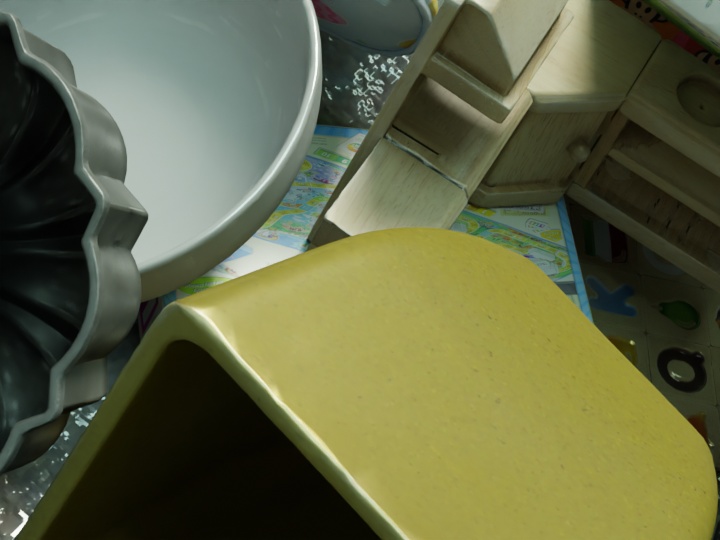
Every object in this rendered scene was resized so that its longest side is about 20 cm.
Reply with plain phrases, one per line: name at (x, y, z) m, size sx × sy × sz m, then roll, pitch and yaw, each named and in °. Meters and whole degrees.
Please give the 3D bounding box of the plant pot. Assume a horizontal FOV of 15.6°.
plant pot at (0.019, 0.098, 0.988) m, size 0.194 × 0.196 × 0.200 m, roll 46°, pitch 44°, yaw 12°

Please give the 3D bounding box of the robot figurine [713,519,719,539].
robot figurine at (0.223, 0.071, 1.126) m, size 0.145 × 0.201 × 0.058 m, roll 5°, pitch 15°, yaw -16°

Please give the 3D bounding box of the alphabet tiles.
alphabet tiles at (0.130, 0.017, 1.222) m, size 0.199 × 0.006 × 0.167 m, roll 12°, pitch 52°, yaw -19°

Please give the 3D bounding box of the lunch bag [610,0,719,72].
lunch bag at (0.205, -0.172, 1.287) m, size 0.200 × 0.176 × 0.082 m, roll 27°, pitch 45°, yaw -6°

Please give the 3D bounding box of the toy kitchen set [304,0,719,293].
toy kitchen set at (0.098, -0.039, 1.087) m, size 0.180 × 0.163 × 0.200 m, roll 33°, pitch 49°, yaw 2°

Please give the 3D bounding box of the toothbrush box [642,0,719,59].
toothbrush box at (0.186, -0.122, 1.140) m, size 0.145 × 0.086 × 0.200 m, roll 35°, pitch 8°, yaw -12°

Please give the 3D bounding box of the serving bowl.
serving bowl at (-0.108, -0.061, 1.092) m, size 0.199 × 0.066 × 0.201 m, roll -6°, pitch 57°, yaw 9°

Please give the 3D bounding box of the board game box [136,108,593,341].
board game box at (0.000, 0.000, 1.146) m, size 0.199 × 0.034 × 0.135 m, roll 5°, pitch 53°, yaw -20°

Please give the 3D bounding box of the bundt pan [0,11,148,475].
bundt pan at (-0.164, -0.007, 0.986) m, size 0.202 × 0.202 × 0.076 m, roll 53°, pitch 17°, yaw 18°

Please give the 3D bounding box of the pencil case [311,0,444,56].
pencil case at (0.034, -0.190, 1.141) m, size 0.083 × 0.091 × 0.200 m, roll 41°, pitch 66°, yaw -29°
